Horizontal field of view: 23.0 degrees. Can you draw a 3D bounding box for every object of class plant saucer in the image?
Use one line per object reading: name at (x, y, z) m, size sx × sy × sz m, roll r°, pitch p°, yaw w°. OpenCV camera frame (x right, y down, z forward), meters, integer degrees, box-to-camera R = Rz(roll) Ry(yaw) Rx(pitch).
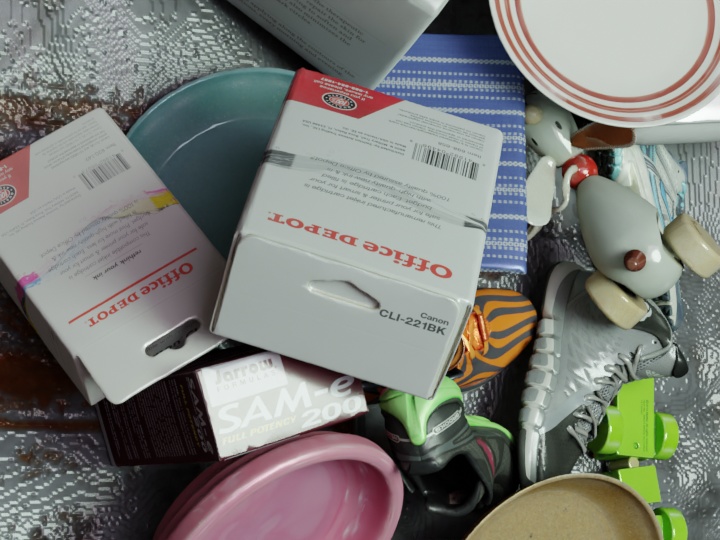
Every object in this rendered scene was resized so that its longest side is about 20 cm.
plant saucer at (-0.075, -0.048, 1.227) m, size 0.200 × 0.036 × 0.200 m, roll -1°, pitch 63°, yaw 1°
plant saucer at (0.130, 0.233, 1.285) m, size 0.200 × 0.035 × 0.200 m, roll -10°, pitch 113°, yaw -25°
plant saucer at (-0.065, 0.180, 1.188) m, size 0.200 × 0.201 × 0.051 m, roll -22°, pitch 50°, yaw -27°

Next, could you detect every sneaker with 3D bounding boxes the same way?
sneaker at (0.231, -0.050, 1.401) m, size 0.086 × 0.078 × 0.200 m, roll -17°, pitch 92°, yaw -31°
sneaker at (0.064, 0.057, 1.280) m, size 0.200 × 0.112 × 0.078 m, roll -20°, pitch 89°, yaw -28°
sneaker at (0.062, 0.140, 1.253) m, size 0.200 × 0.077 × 0.084 m, roll 41°, pitch 39°, yaw -58°
sneaker at (0.184, 0.087, 1.322) m, size 0.115 × 0.075 × 0.200 m, roll 5°, pitch 67°, yaw 15°

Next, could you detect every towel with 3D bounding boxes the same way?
towel at (0.047, -0.088, 1.279) m, size 0.145 × 0.024 × 0.200 m, roll 1°, pitch 64°, yaw 0°

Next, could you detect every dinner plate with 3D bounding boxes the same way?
dinner plate at (0.187, -0.196, 1.292) m, size 0.200 × 0.024 × 0.200 m, roll 4°, pitch 72°, yaw -11°

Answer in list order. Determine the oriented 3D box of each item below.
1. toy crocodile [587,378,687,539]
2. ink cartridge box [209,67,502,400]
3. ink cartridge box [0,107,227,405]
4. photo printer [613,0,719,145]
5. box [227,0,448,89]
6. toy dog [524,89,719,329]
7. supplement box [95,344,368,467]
toy crocodile at (0.207, 0.164, 1.378) m, size 0.067 × 0.062 × 0.200 m, roll 3°, pitch 78°, yaw -26°
ink cartridge box at (0.002, -0.027, 1.101) m, size 0.144 × 0.084 × 0.200 m, roll 17°, pitch 35°, yaw -1°
ink cartridge box at (-0.160, 0.003, 1.136) m, size 0.116 × 0.068 × 0.200 m, roll -31°, pitch 61°, yaw -17°
photo printer at (0.259, -0.179, 1.357) m, size 0.200 × 0.069 × 0.166 m, roll -5°, pitch 81°, yaw -14°
box at (-0.001, -0.272, 1.233) m, size 0.199 × 0.171 × 0.200 m, roll 37°, pitch 69°, yaw -4°
toy dog at (0.169, -0.048, 1.290) m, size 0.200 × 0.096 × 0.132 m, roll 33°, pitch 97°, yaw 22°
supplement box at (-0.090, 0.084, 1.152) m, size 0.109 × 0.200 × 0.061 m, roll -16°, pitch 90°, yaw -27°
